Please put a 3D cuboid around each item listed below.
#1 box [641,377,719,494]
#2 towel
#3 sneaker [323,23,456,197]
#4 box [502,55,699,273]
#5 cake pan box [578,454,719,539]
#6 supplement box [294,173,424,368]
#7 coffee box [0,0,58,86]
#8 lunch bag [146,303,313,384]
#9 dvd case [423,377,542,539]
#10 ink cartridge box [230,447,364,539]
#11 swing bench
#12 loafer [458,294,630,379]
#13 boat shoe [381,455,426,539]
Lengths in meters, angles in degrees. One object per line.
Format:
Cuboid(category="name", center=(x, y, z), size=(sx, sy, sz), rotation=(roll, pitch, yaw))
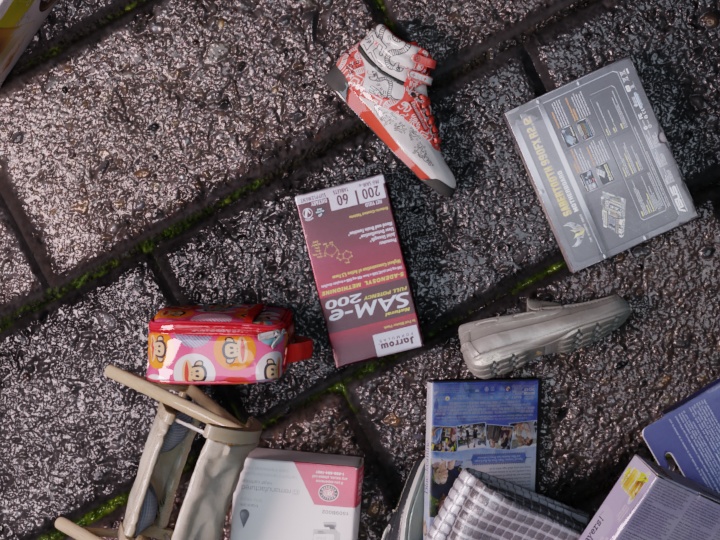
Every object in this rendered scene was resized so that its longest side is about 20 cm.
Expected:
Cuboid(category="box", center=(0.431, 0.181, 1.665), size=(0.199, 0.032, 0.122), rotation=(-30, 90, 3))
Cuboid(category="towel", center=(0.166, 0.330, 1.626), size=(0.199, 0.086, 0.167), rotation=(24, 94, -25))
Cuboid(category="sneaker", center=(0.062, -0.186, 1.654), size=(0.108, 0.067, 0.201), rotation=(-45, 87, 6))
Cuboid(category="box", center=(0.271, -0.119, 1.654), size=(0.157, 0.048, 0.202), rotation=(-24, 91, 5))
Cuboid(category="cake pan box", center=(0.331, 0.317, 1.615), size=(0.199, 0.052, 0.185), rotation=(24, 104, -32))
Cuboid(category="supplement box", center=(0.000, 0.000, 1.669), size=(0.108, 0.061, 0.202), rotation=(-14, 92, 3))
Cuboid(category="coffee box", center=(-0.447, -0.343, 1.611), size=(0.199, 0.198, 0.200), rotation=(35, 93, -1))
Cuboid(category="lunch bag", center=(-0.140, 0.082, 1.611), size=(0.174, 0.200, 0.083), rotation=(1, 94, 0))
Cuboid(category="dvd case", center=(0.140, 0.223, 1.664), size=(0.141, 0.018, 0.202), rotation=(0, 92, -22))
Cuboid(category="ink cartridge box", center=(-0.075, 0.313, 1.674), size=(0.145, 0.083, 0.202), rotation=(4, 92, 3))
Cuboid(category="swing bench", center=(-0.208, 0.237, 1.611), size=(0.199, 0.129, 0.201), rotation=(24, 96, 40))
Cuboid(category="loafer", center=(0.208, 0.060, 1.655), size=(0.198, 0.070, 0.070), rotation=(-16, 63, -8))
Cuboid(category="boat shoe", center=(0.051, 0.308, 1.675), size=(0.060, 0.075, 0.202), rotation=(4, 76, 45))
